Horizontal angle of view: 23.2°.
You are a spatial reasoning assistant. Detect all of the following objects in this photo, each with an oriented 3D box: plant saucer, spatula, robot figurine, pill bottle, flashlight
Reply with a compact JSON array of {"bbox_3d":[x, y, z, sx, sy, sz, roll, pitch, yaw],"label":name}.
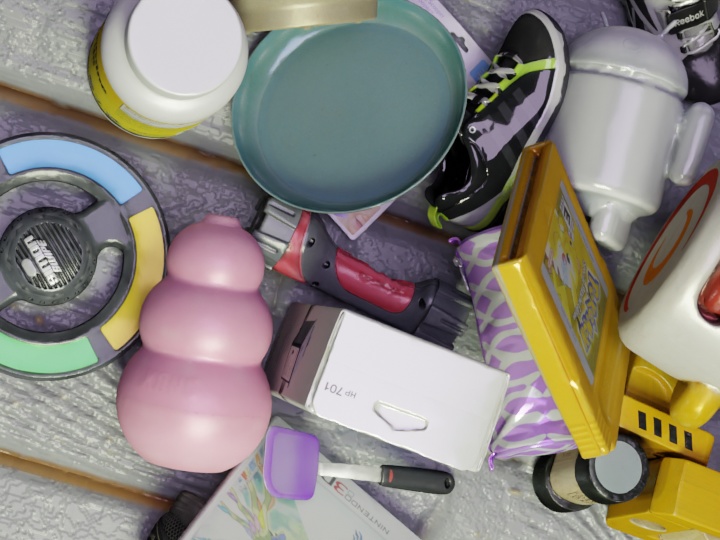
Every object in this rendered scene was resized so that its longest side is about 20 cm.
[{"bbox_3d":[-0.008,-0.134,1.436,0.199,0.027,0.201,-6,66,14],"label":"plant saucer"},{"bbox_3d":[0.000,0.168,1.451,0.199,0.021,0.057,12,79,-33],"label":"spatula"},{"bbox_3d":[0.212,-0.121,1.491,0.169,0.113,0.201,14,86,20],"label":"robot figurine"},{"bbox_3d":[-0.149,-0.166,1.358,0.112,0.200,0.113,0,89,-14],"label":"pill bottle"},{"bbox_3d":[0.000,0.000,1.461,0.199,0.068,0.068,25,85,-11],"label":"flashlight"}]

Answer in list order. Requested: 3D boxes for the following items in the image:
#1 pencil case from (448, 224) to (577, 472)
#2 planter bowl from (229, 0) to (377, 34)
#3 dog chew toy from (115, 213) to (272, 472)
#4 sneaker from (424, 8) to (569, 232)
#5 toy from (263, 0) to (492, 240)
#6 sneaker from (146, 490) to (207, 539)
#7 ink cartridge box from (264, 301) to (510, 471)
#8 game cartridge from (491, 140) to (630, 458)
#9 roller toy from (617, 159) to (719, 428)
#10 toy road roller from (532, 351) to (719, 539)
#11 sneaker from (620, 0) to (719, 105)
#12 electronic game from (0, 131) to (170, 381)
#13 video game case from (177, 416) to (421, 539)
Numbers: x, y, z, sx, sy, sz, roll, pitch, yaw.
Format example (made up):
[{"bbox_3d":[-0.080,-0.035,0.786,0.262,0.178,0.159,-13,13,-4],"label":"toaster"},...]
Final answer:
[{"bbox_3d":[0.128,0.056,1.429,0.085,0.084,0.201,-10,76,-2],"label":"pencil case"},{"bbox_3d":[-0.052,-0.258,1.392,0.199,0.200,0.135,-7,98,-14],"label":"planter bowl"},{"bbox_3d":[-0.124,0.056,1.394,0.124,0.125,0.201,9,93,-13],"label":"dog chew toy"},{"bbox_3d":[0.109,-0.127,1.462,0.083,0.072,0.201,17,91,-35],"label":"sneaker"},{"bbox_3d":[0.028,-0.135,1.480,0.200,0.047,0.115,-45,101,-10],"label":"toy"},{"bbox_3d":[-0.102,0.283,1.429,0.199,0.076,0.114,40,82,-7],"label":"sneaker"},{"bbox_3d":[0.015,0.090,1.394,0.146,0.200,0.086,22,84,-13],"label":"ink cartridge box"},{"bbox_3d":[0.165,0.024,1.385,0.032,0.177,0.200,-16,119,24],"label":"game cartridge"},{"bbox_3d":[0.307,0.015,1.412,0.139,0.183,0.200,32,50,-1],"label":"roller toy"},{"bbox_3d":[0.256,0.152,1.496,0.199,0.123,0.147,24,72,-12],"label":"toy road roller"},{"bbox_3d":[0.272,-0.233,1.522,0.074,0.088,0.200,-35,98,-13],"label":"sneaker"},{"bbox_3d":[-0.251,-0.011,1.412,0.199,0.042,0.201,0,90,-14],"label":"electronic game"},{"bbox_3d":[-0.049,0.238,1.403,0.182,0.022,0.200,41,46,-3],"label":"video game case"}]
